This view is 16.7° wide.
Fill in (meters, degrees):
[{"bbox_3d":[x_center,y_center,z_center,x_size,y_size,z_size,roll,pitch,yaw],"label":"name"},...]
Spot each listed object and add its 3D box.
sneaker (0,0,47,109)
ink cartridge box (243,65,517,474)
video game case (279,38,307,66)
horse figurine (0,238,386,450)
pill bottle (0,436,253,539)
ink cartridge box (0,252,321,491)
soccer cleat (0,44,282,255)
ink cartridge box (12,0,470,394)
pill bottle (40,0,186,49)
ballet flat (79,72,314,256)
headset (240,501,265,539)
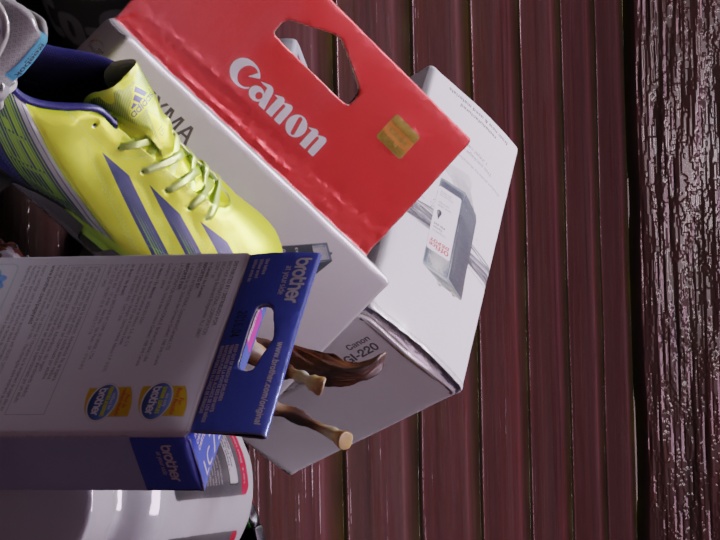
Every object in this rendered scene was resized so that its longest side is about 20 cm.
[{"bbox_3d":[-0.181,-0.082,1.072,0.075,0.087,0.200,23,67,-76],"label":"sneaker"},{"bbox_3d":[0.000,0.000,1.409,0.085,0.146,0.200,42,42,-23],"label":"ink cartridge box"},{"bbox_3d":[-0.042,-0.021,1.632,0.200,0.024,0.182,69,24,-50],"label":"video game case"},{"bbox_3d":[-0.081,0.039,1.186,0.200,0.133,0.050,12,101,-46],"label":"horse figurine"},{"bbox_3d":[-0.131,0.106,1.182,0.200,0.111,0.111,14,74,-75],"label":"pill bottle"},{"bbox_3d":[-0.120,0.043,1.056,0.119,0.200,0.042,-74,155,-48],"label":"ink cartridge box"},{"bbox_3d":[-0.110,-0.054,1.159,0.200,0.084,0.065,30,24,-24],"label":"soccer cleat"},{"bbox_3d":[-0.058,-0.058,1.243,0.200,0.176,0.045,43,2,-28],"label":"ink cartridge box"},{"bbox_3d":[-0.119,-0.178,1.263,0.114,0.114,0.200,-78,159,-44],"label":"pill bottle"},{"bbox_3d":[-0.092,-0.063,1.376,0.200,0.067,0.064,-30,101,-41],"label":"ballet flat"},{"bbox_3d":[-0.104,0.198,1.347,0.123,0.094,0.200,-12,90,-51],"label":"headset"}]
